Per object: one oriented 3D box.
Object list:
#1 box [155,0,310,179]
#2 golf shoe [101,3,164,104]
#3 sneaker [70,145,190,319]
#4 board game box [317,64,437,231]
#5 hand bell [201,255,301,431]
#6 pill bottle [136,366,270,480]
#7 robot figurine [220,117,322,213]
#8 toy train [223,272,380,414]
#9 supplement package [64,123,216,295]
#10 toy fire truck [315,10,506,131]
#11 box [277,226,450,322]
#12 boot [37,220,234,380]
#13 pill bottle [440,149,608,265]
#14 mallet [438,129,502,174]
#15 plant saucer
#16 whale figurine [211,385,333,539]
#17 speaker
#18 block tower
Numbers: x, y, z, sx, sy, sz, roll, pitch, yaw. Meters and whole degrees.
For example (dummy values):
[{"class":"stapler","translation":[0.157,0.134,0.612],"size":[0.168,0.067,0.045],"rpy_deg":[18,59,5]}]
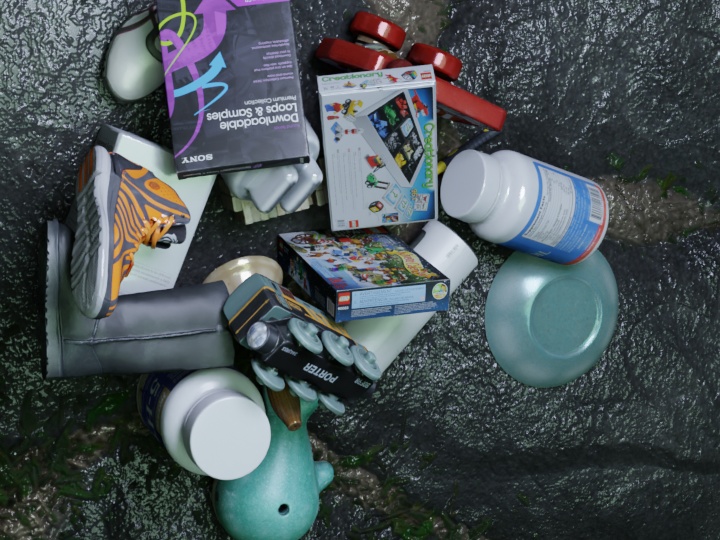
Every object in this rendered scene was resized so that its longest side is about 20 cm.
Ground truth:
[{"class":"box","translation":[-0.133,-0.203,1.435],"size":[0.141,0.036,0.203],"rpy_deg":[-8,83,-3]},{"class":"golf shoe","translation":[-0.205,-0.265,1.500],"size":[0.077,0.088,0.200],"rpy_deg":[43,83,-20]},{"class":"sneaker","translation":[-0.222,-0.032,1.366],"size":[0.111,0.078,0.202],"rpy_deg":[19,49,-29]},{"class":"board game box","translation":[0.022,-0.131,1.521],"size":[0.125,0.035,0.201],"rpy_deg":[-6,135,-2]},{"class":"hand bell","translation":[-0.103,0.092,1.531],"size":[0.103,0.201,0.105],"rpy_deg":[-17,144,-13]},{"class":"pill bottle","translation":[-0.171,0.158,1.526],"size":[0.118,0.200,0.121],"rpy_deg":[-4,100,-21]},{"class":"robot figurine","translation":[-0.120,-0.158,1.514],"size":[0.113,0.201,0.169],"rpy_deg":[-43,155,29]},{"class":"toy train","translation":[-0.059,0.078,1.463],"size":[0.085,0.114,0.199],"rpy_deg":[-44,141,15]},{"class":"supplement package","translation":[-0.255,-0.043,1.502],"size":[0.116,0.117,0.202],"rpy_deg":[21,92,-23]},{"class":"toy fire truck","translation":[0.054,-0.215,1.570],"size":[0.198,0.168,0.113],"rpy_deg":[23,90,-24]},{"class":"box","translation":[0.000,0.000,1.567],"size":[0.135,0.200,0.038],"rpy_deg":[-6,111,-21]},{"class":"boot","translation":[-0.229,0.028,1.425],"size":[0.198,0.066,0.167],"rpy_deg":[-2,100,-21]},{"class":"pill bottle","translation":[0.195,-0.081,1.665],"size":[0.198,0.112,0.114],"rpy_deg":[16,93,-34]},{"class":"mallet","translation":[0.099,-0.121,1.661],"size":[0.199,0.066,0.041],"rpy_deg":[-33,113,-14]},{"class":"plant saucer","translation":[0.255,0.056,1.771],"size":[0.199,0.039,0.204],"rpy_deg":[-4,100,-22]},{"class":"whale figurine","translation":[-0.096,0.231,1.621],"size":[0.157,0.104,0.202],"rpy_deg":[16,93,-23]},{"class":"speaker","translation":[0.050,0.038,1.660],"size":[0.081,0.081,0.200],"rpy_deg":[44,83,-22]},{"class":"block tower","translation":[-0.062,-0.104,1.605],"size":[0.198,0.058,0.055],"rpy_deg":[-15,105,-17]}]
